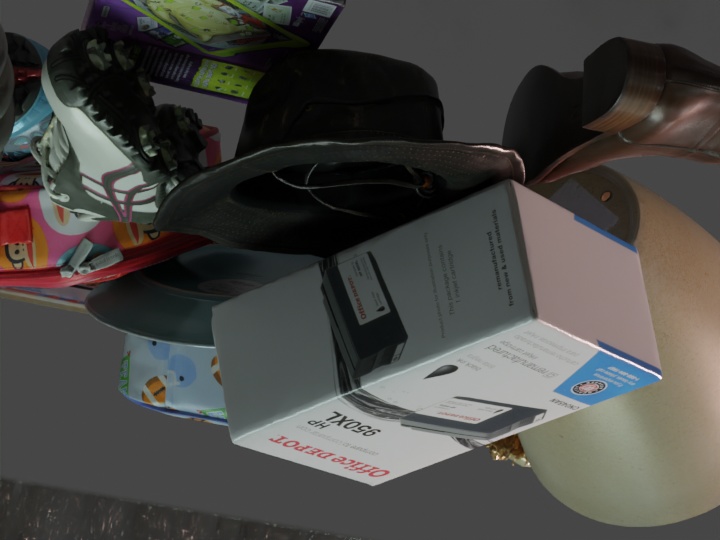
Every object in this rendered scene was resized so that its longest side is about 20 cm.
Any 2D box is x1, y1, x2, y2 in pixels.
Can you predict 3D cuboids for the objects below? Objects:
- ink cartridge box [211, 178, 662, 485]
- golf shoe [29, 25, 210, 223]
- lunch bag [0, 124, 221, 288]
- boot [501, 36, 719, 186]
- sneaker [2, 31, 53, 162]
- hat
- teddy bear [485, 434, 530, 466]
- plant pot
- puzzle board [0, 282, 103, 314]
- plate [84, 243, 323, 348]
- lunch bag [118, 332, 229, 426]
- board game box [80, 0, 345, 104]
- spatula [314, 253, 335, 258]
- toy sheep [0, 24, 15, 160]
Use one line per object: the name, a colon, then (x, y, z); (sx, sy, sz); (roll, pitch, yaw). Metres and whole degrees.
ink cartridge box: (0.041, 0.039, 1.399); (0.199, 0.085, 0.144); (-23, 154, 29)
golf shoe: (-0.140, -0.065, 1.389); (0.087, 0.078, 0.200); (-20, 160, 8)
lunch bag: (-0.194, -0.037, 1.578); (0.199, 0.083, 0.176); (-1, -166, 41)
boot: (0.190, -0.064, 1.357); (0.198, 0.065, 0.186); (10, 170, -19)
sneaker: (-0.236, -0.088, 1.548); (0.199, 0.080, 0.095); (0, 166, 41)
hat: (-0.016, -0.070, 1.338); (0.199, 0.082, 0.201); (-7, 167, -2)
teddy bear: (0.086, 0.045, 1.719); (0.144, 0.201, 0.067); (-9, 149, -30)
plant pot: (0.152, 0.026, 1.558); (0.186, 0.188, 0.200); (4, 151, 28)
puzzle board: (-0.113, 0.014, 1.667); (0.199, 0.018, 0.150); (8, -169, 41)
plate: (-0.069, 0.010, 1.573); (0.198, 0.026, 0.200); (2, -166, -1)
lunch bag: (-0.067, 0.055, 1.763); (0.198, 0.076, 0.160); (10, -168, 7)
board game box: (-0.081, -0.133, 1.340); (0.119, 0.033, 0.200); (9, 167, -10)
spatula: (0.000, 0.000, 1.514); (0.199, 0.021, 0.057); (24, 150, 20)
toy sheep: (-0.255, -0.089, 1.417); (0.137, 0.138, 0.201); (12, 134, -5)
